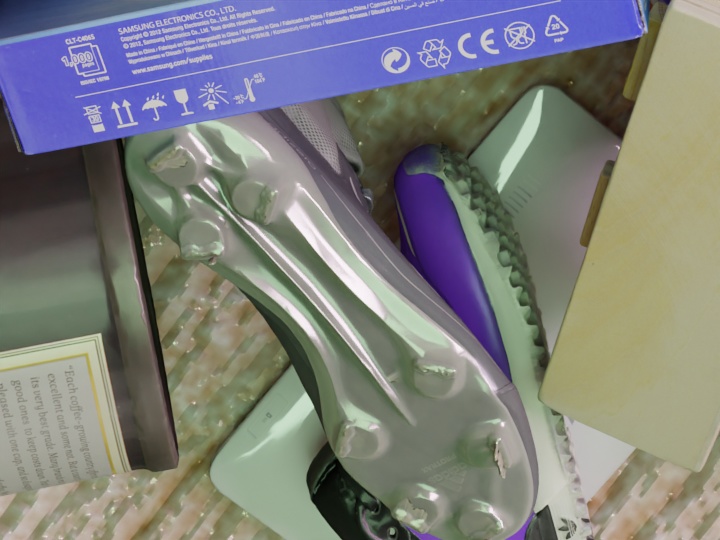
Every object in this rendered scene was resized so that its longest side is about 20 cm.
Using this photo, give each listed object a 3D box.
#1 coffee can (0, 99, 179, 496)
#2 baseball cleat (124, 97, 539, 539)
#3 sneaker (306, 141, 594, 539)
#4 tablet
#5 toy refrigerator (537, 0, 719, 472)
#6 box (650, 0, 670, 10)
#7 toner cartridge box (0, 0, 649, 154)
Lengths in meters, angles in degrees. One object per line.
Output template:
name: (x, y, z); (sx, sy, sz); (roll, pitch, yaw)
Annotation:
coffee can: (-0.172, 0.014, 0.949); (0.199, 0.146, 0.147); (-11, 112, -4)
baseball cleat: (0.000, 0.000, 0.952); (0.070, 0.107, 0.200); (-26, 115, 24)
sneaker: (0.024, 0.056, 1.021); (0.099, 0.070, 0.201); (-14, 110, 5)
tablet: (0.051, 0.040, 1.063); (0.130, 0.014, 0.200); (37, 103, -19)
toy refrigerator: (0.114, -0.030, 0.908); (0.070, 0.076, 0.200); (24, 142, 8)
box: (0.120, -0.130, 0.960); (0.095, 0.100, 0.200); (-39, 112, 8)
toner cartridge box: (-0.011, -0.093, 0.874); (0.199, 0.095, 0.043); (-10, 121, 13)
